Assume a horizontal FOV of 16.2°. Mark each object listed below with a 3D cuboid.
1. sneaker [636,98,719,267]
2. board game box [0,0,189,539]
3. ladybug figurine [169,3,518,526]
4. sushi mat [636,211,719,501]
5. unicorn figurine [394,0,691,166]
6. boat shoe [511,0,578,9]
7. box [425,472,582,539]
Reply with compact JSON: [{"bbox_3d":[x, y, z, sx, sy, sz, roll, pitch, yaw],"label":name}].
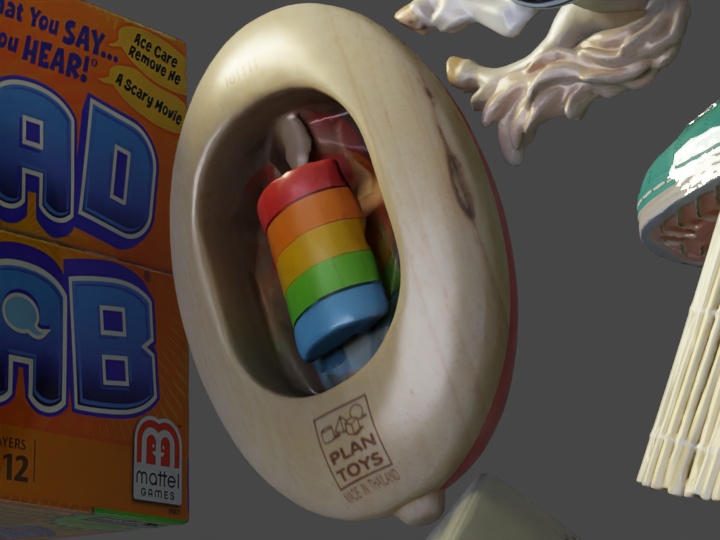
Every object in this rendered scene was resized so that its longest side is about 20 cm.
[{"bbox_3d":[0.172,-0.070,0.819,0.200,0.071,0.080,-30,49,30],"label":"sneaker"},{"bbox_3d":[-0.204,0.000,0.982,0.199,0.200,0.201,-10,75,33],"label":"board game box"},{"bbox_3d":[0.000,0.000,0.915,0.136,0.072,0.201,-28,65,31],"label":"ladybug figurine"},{"bbox_3d":[0.149,-0.020,0.757,0.096,0.012,0.201,10,78,44],"label":"sushi mat"},{"bbox_3d":[0.067,-0.150,0.910,0.137,0.074,0.200,-26,82,28],"label":"unicorn figurine"},{"bbox_3d":[0.073,-0.139,0.782,0.072,0.068,0.200,43,145,3],"label":"boat shoe"},{"bbox_3d":[0.030,0.135,0.787,0.068,0.200,0.082,37,106,1],"label":"box"}]
